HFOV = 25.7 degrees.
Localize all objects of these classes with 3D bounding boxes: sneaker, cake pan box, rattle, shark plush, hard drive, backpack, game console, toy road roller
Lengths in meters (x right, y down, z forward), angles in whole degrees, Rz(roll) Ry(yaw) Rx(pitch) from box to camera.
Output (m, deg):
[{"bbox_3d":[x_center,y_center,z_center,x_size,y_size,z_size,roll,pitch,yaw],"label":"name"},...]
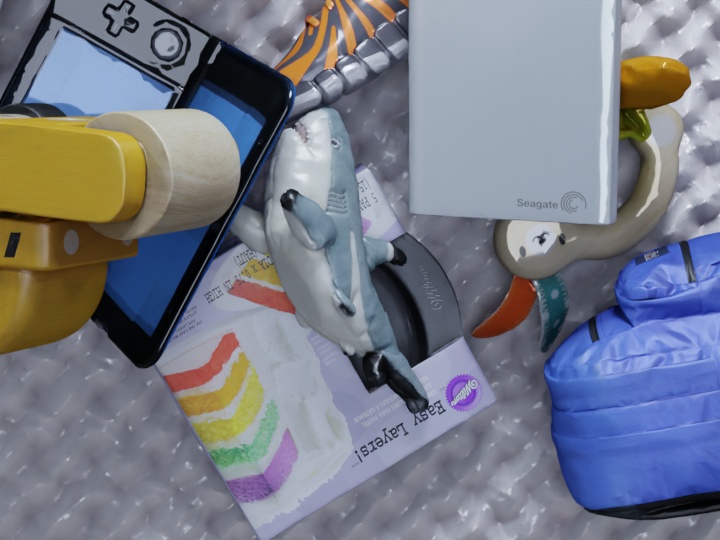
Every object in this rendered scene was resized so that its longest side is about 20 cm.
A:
[{"bbox_3d":[-0.007,-0.182,1.025,0.199,0.078,0.113,-33,94,-9],"label":"sneaker"},{"bbox_3d":[-0.029,0.053,1.059,0.199,0.052,0.186,-29,101,-1],"label":"cake pan box"},{"bbox_3d":[0.147,-0.033,1.021,0.130,0.143,0.201,33,87,-27],"label":"rattle"},{"bbox_3d":[0.000,0.000,0.999,0.083,0.091,0.201,-36,94,-30],"label":"shark plush"},{"bbox_3d":[0.093,-0.132,0.965,0.130,0.027,0.203,4,104,20],"label":"hard drive"},{"bbox_3d":[0.216,0.067,1.030,0.198,0.162,0.170,-17,89,10],"label":"backpack"},{"bbox_3d":[-0.157,-0.070,0.995,0.169,0.118,0.202,28,94,-6],"label":"game console"},{"bbox_3d":[-0.174,-0.022,0.925,0.198,0.123,0.148,5,98,25],"label":"toy road roller"}]

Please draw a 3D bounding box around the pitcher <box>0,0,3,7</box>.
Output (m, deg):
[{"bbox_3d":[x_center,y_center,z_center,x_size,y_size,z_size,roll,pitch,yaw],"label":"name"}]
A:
[{"bbox_3d":[-0.278,-0.131,0.952,0.120,0.172,0.201,30,93,-13],"label":"pitcher"}]
